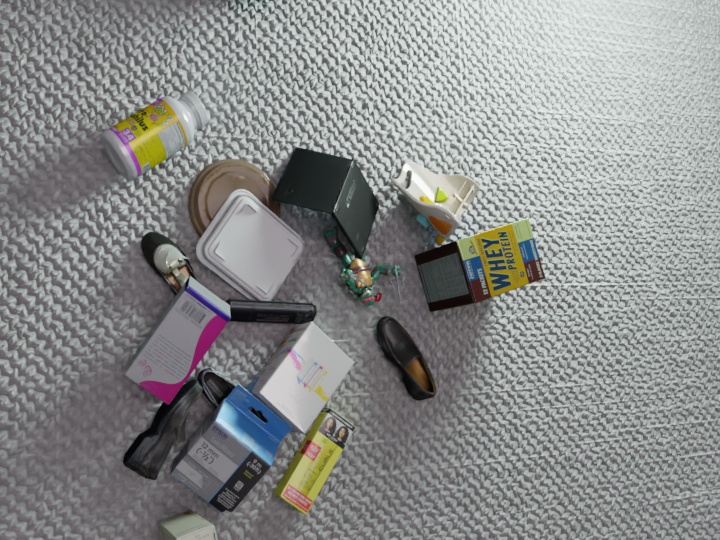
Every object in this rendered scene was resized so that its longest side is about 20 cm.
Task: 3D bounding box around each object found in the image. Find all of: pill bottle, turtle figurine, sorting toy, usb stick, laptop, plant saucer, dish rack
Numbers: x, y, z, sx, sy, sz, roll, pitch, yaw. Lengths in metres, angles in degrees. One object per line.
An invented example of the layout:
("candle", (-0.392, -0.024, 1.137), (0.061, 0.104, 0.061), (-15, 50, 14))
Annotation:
("pill bottle", (-0.397, -0.270, 1.508), (0.199, 0.104, 0.105), (-38, 98, -24))
("turtle figurine", (0.000, 0.000, 1.646), (0.147, 0.100, 0.204), (-11, 69, -42))
("sorting toy", (0.154, -0.168, 1.734), (0.179, 0.107, 0.200), (38, 35, 0))
("usb stick", (-0.186, 0.084, 1.579), (0.195, 0.056, 0.033), (4, 45, -23))
("laptop", (-0.067, -0.146, 1.635), (0.202, 0.114, 0.190), (57, 34, -31))
("plant saucer", (-0.255, -0.133, 1.592), (0.195, 0.029, 0.206), (4, 81, -24))
("dish rack", (-0.215, -0.044, 1.562), (0.199, 0.043, 0.174), (40, 75, -26))

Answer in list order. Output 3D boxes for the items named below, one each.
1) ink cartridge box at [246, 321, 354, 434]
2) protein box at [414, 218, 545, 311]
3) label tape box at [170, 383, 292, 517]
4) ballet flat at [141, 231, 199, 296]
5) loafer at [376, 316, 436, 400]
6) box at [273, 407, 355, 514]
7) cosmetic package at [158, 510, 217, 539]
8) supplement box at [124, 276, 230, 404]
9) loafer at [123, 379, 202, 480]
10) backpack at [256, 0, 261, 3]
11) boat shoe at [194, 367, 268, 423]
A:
("ink cartridge box", (-0.116, 0.205, 1.550), (0.125, 0.128, 0.202), (42, 68, -12))
("protein box", (0.260, -0.010, 1.706), (0.194, 0.199, 0.138), (-17, 89, -24))
("label tape box", (-0.243, 0.343, 1.467), (0.143, 0.066, 0.201), (40, 97, -13))
("ballet flat", (-0.353, 0.005, 1.507), (0.068, 0.068, 0.202), (-40, 99, -22))
("loafer", (0.106, 0.187, 1.672), (0.072, 0.072, 0.202), (-36, 97, -22))
("box", (-0.093, 0.386, 1.576), (0.075, 0.050, 0.202), (38, 70, -15))
("cosmetic package", (-0.305, 0.503, 1.384), (0.069, 0.199, 0.108), (-12, 88, -25))
("supplement box", (-0.339, 0.129, 1.442), (0.100, 0.103, 0.202), (36, 92, -15))
("loafer", (-0.361, 0.301, 1.464), (0.072, 0.073, 0.201), (42, 80, -19))
("backpack", (-0.218, -0.650, 1.589), (0.148, 0.199, 0.181), (-28, 120, -19))
("boat shoe", (-0.244, 0.269, 1.517), (0.072, 0.068, 0.201), (-44, 100, -22))
